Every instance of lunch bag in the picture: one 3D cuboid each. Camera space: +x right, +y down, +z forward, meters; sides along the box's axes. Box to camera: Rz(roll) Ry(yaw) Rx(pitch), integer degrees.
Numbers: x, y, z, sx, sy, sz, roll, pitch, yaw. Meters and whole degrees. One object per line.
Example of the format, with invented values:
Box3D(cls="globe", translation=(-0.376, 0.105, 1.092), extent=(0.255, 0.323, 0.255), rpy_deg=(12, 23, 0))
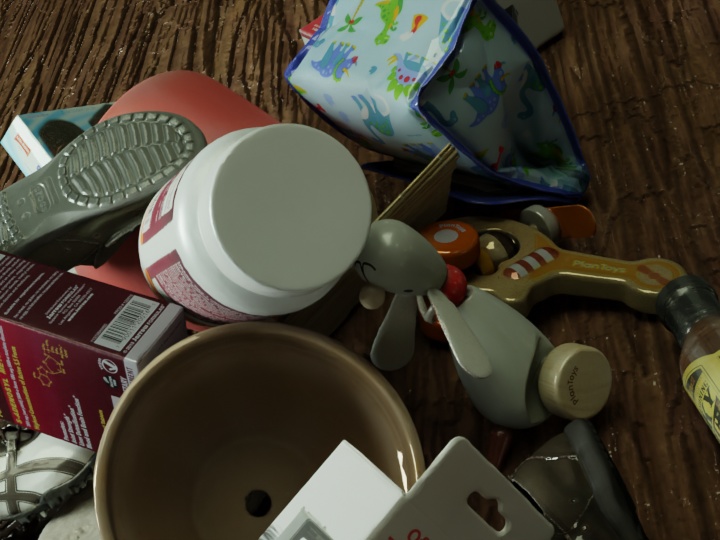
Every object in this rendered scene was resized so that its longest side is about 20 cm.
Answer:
Box3D(cls="lunch bag", translation=(0.067, -0.124, 1.126), extent=(0.170, 0.200, 0.128), rpy_deg=(22, 79, 48))

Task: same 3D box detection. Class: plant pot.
Box3D(cls="plant pot", translation=(-0.096, -0.034, 1.110), extent=(0.177, 0.201, 0.200), rpy_deg=(23, 54, 32))
Box3D(cls="plant pot", translation=(-0.063, 0.140, 0.896), extent=(0.200, 0.093, 0.202), rpy_deg=(2, 72, -6))

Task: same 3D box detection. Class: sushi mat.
Box3D(cls="sushi mat", translation=(0.000, 0.000, 1.020), extent=(0.012, 0.096, 0.200), rpy_deg=(38, 69, 15))

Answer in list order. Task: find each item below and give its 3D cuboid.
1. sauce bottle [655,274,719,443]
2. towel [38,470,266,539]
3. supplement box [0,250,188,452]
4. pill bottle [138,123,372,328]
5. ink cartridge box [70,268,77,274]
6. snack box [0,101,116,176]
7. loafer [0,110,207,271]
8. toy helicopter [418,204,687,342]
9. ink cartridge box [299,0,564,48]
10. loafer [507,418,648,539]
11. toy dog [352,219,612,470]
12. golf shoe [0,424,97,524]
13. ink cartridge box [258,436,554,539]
Box3D(cls="sauce bottle", translation=(0.237, 0.073, 0.887), extent=(0.064, 0.065, 0.200), rpy_deg=(-21, 33, 1))
Box3D(cls="towel", translation=(-0.128, 0.153, 1.001), extent=(0.132, 0.035, 0.200), rpy_deg=(9, 44, 35))
Box3D(cls="supplement box", translation=(-0.211, 0.054, 0.970), extent=(0.199, 0.109, 0.061), rpy_deg=(16, 45, 21))
Box3D(cls="pill bottle", translation=(-0.068, -0.026, 0.896), extent=(0.114, 0.114, 0.200), rpy_deg=(-35, 6, -18))
Box3D(cls="ink cartridge box", translation=(-0.290, 0.006, 1.237), extent=(0.199, 0.083, 0.147), rpy_deg=(-12, 36, 13))
Box3D(cls="snack box", translation=(-0.194, -0.089, 1.221), extent=(0.037, 0.116, 0.200), rpy_deg=(-47, -15, 31))
Box3D(cls="loafer", translation=(-0.194, -0.047, 1.031), extent=(0.199, 0.070, 0.075), rpy_deg=(-25, 60, 10))
Box3D(cls="toy helicopter", translation=(0.141, -0.005, 1.051), extent=(0.199, 0.079, 0.132), rpy_deg=(9, 35, 21))
Box3D(cls="ink cartridge box", translation=(0.068, -0.226, 1.352), extent=(0.200, 0.084, 0.144), rpy_deg=(-35, 36, -18))
Box3D(cls="loafer", translation=(0.133, 0.170, 0.818), extent=(0.071, 0.073, 0.200), rpy_deg=(-28, 29, 8))
Box3D(cls="toy dog", translation=(0.062, 0.057, 0.920), extent=(0.097, 0.199, 0.132), rpy_deg=(-63, 12, -15))
Box3D(cls="golf shoe", translation=(-0.254, 0.135, 1.006), extent=(0.200, 0.095, 0.078), rpy_deg=(-36, 10, -6))
Box3D(cls="ink cartridge box", translation=(0.000, 0.178, 0.782), extent=(0.200, 0.116, 0.067), rpy_deg=(-48, 38, -7))
